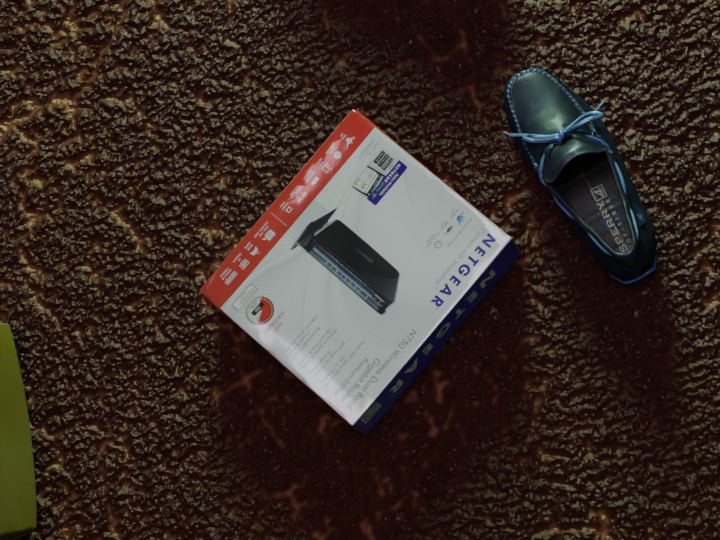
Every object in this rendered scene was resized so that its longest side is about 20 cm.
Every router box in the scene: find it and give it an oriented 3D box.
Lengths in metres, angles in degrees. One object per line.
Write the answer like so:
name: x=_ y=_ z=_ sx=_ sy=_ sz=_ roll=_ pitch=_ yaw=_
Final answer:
router box: x=0.000 y=0.000 z=1.660 sx=0.179 sy=0.049 sz=0.200 roll=39 pitch=88 yaw=20

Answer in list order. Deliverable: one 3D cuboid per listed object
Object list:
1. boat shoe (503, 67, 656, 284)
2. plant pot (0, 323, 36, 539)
boat shoe: x=0.181 y=-0.087 z=1.624 sx=0.084 sy=0.069 sz=0.200 roll=-37 pitch=70 yaw=3
plant pot: x=-0.373 y=0.160 z=1.654 sx=0.200 sy=0.200 sz=0.177 roll=-24 pitch=83 yaw=8
